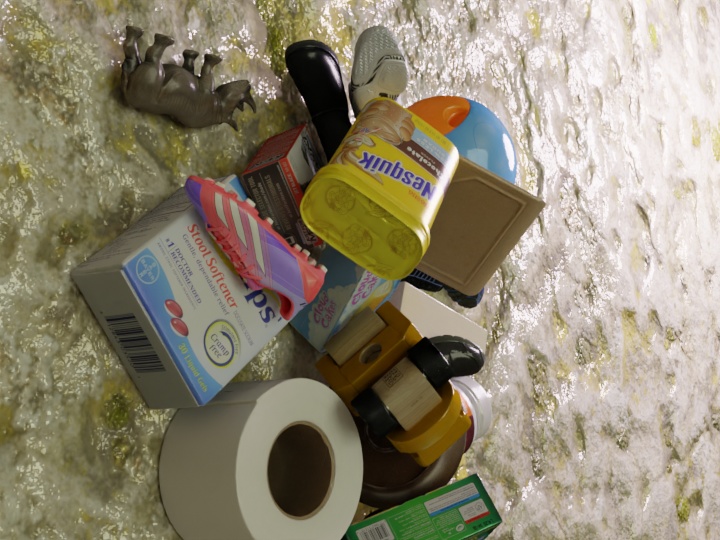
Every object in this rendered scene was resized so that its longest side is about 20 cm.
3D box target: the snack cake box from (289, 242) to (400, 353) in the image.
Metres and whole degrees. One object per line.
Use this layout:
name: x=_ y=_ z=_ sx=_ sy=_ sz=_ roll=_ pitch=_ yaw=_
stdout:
snack cake box: x=0.000 y=0.000 z=1.335 sx=0.067 sy=0.201 sz=0.114 roll=43 pitch=38 yaw=20

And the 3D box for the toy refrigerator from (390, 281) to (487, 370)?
toy refrigerator: x=0.094 y=0.082 z=1.512 sx=0.199 sy=0.075 sz=0.071 roll=29 pitch=63 yaw=-41

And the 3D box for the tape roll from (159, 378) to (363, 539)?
tape roll: x=-0.112 y=0.228 z=1.212 sx=0.201 sy=0.138 sz=0.206 roll=10 pitch=76 yaw=-46

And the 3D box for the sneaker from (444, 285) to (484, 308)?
sneaker: x=0.167 y=-0.043 z=1.617 sx=0.078 sy=0.075 sz=0.203 roll=0 pitch=85 yaw=-51

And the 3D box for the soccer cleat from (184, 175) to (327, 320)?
soccer cleat: x=-0.121 y=-0.025 z=1.150 sx=0.200 sy=0.067 sz=0.077 roll=40 pitch=83 yaw=-30

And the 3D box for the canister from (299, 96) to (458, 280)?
canister: x=0.029 y=-0.102 z=1.224 sx=0.148 sy=0.087 sz=0.201 roll=34 pitch=40 yaw=-6

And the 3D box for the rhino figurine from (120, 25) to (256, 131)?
rhino figurine: x=-0.198 y=-0.214 z=1.243 sx=0.199 sy=0.059 sz=0.089 roll=14 pitch=93 yaw=-47

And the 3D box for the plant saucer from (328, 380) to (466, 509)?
plant saucer: x=0.035 y=0.202 z=1.341 sx=0.032 sy=0.197 sz=0.203 roll=27 pitch=62 yaw=-72

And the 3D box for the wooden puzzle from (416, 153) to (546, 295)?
wooden puzzle: x=0.117 y=-0.071 z=1.391 sx=0.198 sy=0.186 sz=0.037 roll=24 pitch=38 yaw=-13

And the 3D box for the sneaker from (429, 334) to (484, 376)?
sneaker: x=0.078 y=0.137 z=1.432 sx=0.197 sy=0.074 sz=0.083 roll=0 pitch=47 yaw=-15

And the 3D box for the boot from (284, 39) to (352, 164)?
boot: x=-0.035 y=-0.169 z=1.338 sx=0.165 sy=0.065 sz=0.202 roll=50 pitch=25 yaw=-59

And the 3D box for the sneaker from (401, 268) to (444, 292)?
sneaker: x=0.078 y=0.000 z=1.511 sx=0.199 sy=0.070 sz=0.079 roll=-16 pitch=94 yaw=-45

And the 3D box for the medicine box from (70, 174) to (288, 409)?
medicine box: x=-0.188 y=0.023 z=1.187 sx=0.200 sy=0.102 sz=0.184 roll=-45 pitch=117 yaw=-41

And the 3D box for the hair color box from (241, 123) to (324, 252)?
hair color box: x=-0.081 y=-0.100 z=1.284 sx=0.200 sy=0.063 sz=0.112 roll=-76 pitch=145 yaw=-70

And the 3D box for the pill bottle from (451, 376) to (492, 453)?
pill bottle: x=0.089 y=0.218 z=1.456 sx=0.199 sy=0.113 sz=0.116 roll=-17 pitch=97 yaw=-48

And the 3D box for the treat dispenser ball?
treat dispenser ball: x=0.120 y=-0.143 z=1.483 sx=0.199 sy=0.199 sz=0.204 roll=10 pitch=77 yaw=-46

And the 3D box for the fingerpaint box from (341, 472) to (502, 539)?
fingerpaint box: x=0.055 y=0.349 z=1.312 sx=0.198 sy=0.168 sz=0.074 roll=-15 pitch=62 yaw=-29

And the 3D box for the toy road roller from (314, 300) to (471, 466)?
toy road roller: x=0.048 y=0.146 z=1.277 sx=0.123 sy=0.200 sz=0.146 roll=-40 pitch=122 yaw=-4

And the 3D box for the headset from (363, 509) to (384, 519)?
headset: x=0.066 y=0.406 z=1.451 sx=0.199 sy=0.094 sz=0.125 roll=33 pitch=60 yaw=-22

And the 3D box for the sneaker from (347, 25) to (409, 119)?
sneaker: x=0.018 y=-0.239 z=1.360 sx=0.116 sy=0.074 sz=0.202 roll=-110 pitch=-173 yaw=-48
